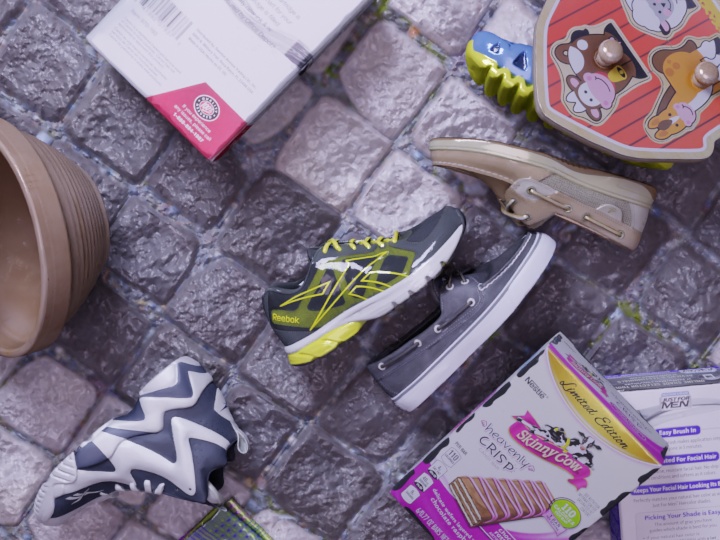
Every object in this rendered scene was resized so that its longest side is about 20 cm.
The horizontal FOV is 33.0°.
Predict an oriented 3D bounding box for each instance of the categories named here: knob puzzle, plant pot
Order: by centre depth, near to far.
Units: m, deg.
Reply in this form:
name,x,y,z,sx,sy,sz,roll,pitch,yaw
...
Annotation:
name,x,y,z,sx,sy,sz,roll,pitch,yaw
knob puzzle,0.228,-0.175,0.986,0.219,0.030,0.220,3,74,-10
plant pot,-0.276,-0.034,1.019,0.093,0.201,0.201,-17,100,-41

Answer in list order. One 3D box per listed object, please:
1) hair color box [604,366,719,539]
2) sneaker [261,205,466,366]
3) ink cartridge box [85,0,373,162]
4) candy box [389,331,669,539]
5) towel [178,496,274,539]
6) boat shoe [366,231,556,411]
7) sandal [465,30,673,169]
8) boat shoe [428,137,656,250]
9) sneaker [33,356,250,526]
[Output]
name,x,y,z,sx,sy,sz,roll,pitch,yaw
hair color box,0.276,0.191,1.075,0.109,0.065,0.200,-5,99,2
sneaker,0.000,0.000,1.047,0.200,0.074,0.085,-37,95,6
ink cartridge box,-0.103,-0.212,1.015,0.200,0.083,0.145,-45,95,6
candy box,0.143,0.170,1.040,0.136,0.061,0.200,46,111,7
towel,-0.146,0.323,1.121,0.200,0.023,0.144,-43,94,6
boat shoe,0.083,0.032,1.058,0.066,0.070,0.200,41,104,-6
sandal,0.184,-0.159,1.027,0.200,0.079,0.087,23,90,-9
boat shoe,0.150,-0.067,1.038,0.200,0.072,0.065,15,95,-7
sneaker,-0.182,0.185,1.073,0.199,0.079,0.130,-43,87,-4
